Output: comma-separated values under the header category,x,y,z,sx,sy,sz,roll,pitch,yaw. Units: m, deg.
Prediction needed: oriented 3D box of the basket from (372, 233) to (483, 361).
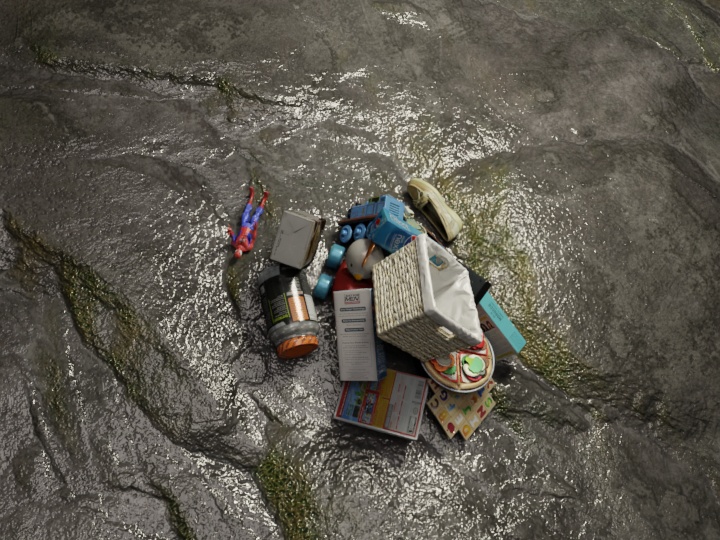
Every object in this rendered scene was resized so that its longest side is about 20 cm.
category,x,y,z,sx,sy,sz,roll,pitch,yaw
basket,0.143,0.071,1.201,0.197,0.160,0.203,33,39,-40

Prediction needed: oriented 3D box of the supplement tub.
category,x,y,z,sx,sy,sz,roll,pitch,yaw
supplement tub,-0.167,0.095,1.283,0.120,0.123,0.203,-10,67,-14

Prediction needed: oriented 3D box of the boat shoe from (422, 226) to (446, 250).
category,x,y,z,sx,sy,sz,roll,pitch,yaw
boat shoe,0.200,-0.034,1.434,0.200,0.071,0.070,45,60,10

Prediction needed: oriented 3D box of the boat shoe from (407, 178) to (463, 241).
category,x,y,z,sx,sy,sz,roll,pitch,yaw
boat shoe,0.194,-0.168,1.496,0.063,0.073,0.201,-38,84,-28

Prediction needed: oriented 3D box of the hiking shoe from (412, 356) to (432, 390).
category,x,y,z,sx,sy,sz,roll,pitch,yaw
hiking shoe,0.173,0.196,1.321,0.099,0.076,0.202,-24,71,-16

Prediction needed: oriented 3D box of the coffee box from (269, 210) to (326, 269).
category,x,y,z,sx,sy,sz,roll,pitch,yaw
coffee box,-0.145,-0.079,1.309,0.078,0.200,0.115,18,98,1

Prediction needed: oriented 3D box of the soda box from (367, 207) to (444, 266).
category,x,y,z,sx,sy,sz,roll,pitch,yaw
soda box,0.115,-0.062,1.282,0.198,0.064,0.068,29,24,-25

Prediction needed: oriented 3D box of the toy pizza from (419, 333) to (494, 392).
category,x,y,z,sx,sy,sz,roll,pitch,yaw
toy pizza,0.228,0.188,1.285,0.196,0.032,0.203,8,55,-12

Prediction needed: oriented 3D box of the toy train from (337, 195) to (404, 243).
category,x,y,z,sx,sy,sz,roll,pitch,yaw
toy train,0.024,-0.122,1.381,0.086,0.198,0.117,18,77,-38

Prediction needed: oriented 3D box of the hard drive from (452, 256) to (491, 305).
category,x,y,z,sx,sy,sz,roll,pitch,yaw
hard drive,0.204,0.038,1.330,0.141,0.033,0.200,-54,46,5

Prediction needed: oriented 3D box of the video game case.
category,x,y,z,sx,sy,sz,roll,pitch,yaw
video game case,0.050,0.296,1.258,0.196,0.018,0.145,11,64,13

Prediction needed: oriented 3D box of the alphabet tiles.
category,x,y,z,sx,sy,sz,roll,pitch,yaw
alphabet tiles,0.240,0.289,1.284,0.199,0.006,0.168,-37,97,-34

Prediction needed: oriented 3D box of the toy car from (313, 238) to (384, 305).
category,x,y,z,sx,sy,sz,roll,pitch,yaw
toy car,0.000,0.000,1.312,0.181,0.201,0.179,21,64,1

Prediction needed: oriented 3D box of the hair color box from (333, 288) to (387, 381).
category,x,y,z,sx,sy,sz,roll,pitch,yaw
hair color box,0.000,0.144,1.240,0.098,0.060,0.204,-5,89,26

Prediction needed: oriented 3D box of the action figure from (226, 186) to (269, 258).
category,x,y,z,sx,sy,sz,roll,pitch,yaw
action figure,-0.286,-0.130,1.383,0.064,0.099,0.203,13,66,-2

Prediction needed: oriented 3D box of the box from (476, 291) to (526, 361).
category,x,y,z,sx,sy,sz,roll,pitch,yaw
box,0.313,0.123,1.350,0.049,0.082,0.201,-36,88,-37

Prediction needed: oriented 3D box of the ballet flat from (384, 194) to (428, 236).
category,x,y,z,sx,sy,sz,roll,pitch,yaw
ballet flat,0.120,-0.119,1.407,0.073,0.075,0.202,-19,60,-17
